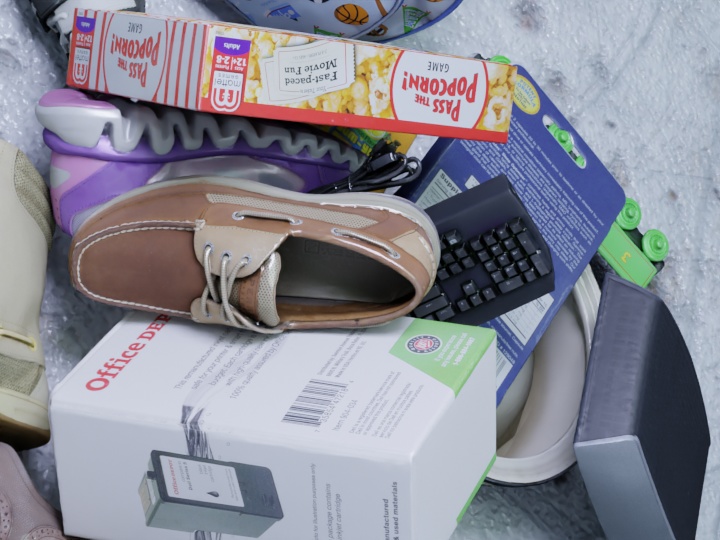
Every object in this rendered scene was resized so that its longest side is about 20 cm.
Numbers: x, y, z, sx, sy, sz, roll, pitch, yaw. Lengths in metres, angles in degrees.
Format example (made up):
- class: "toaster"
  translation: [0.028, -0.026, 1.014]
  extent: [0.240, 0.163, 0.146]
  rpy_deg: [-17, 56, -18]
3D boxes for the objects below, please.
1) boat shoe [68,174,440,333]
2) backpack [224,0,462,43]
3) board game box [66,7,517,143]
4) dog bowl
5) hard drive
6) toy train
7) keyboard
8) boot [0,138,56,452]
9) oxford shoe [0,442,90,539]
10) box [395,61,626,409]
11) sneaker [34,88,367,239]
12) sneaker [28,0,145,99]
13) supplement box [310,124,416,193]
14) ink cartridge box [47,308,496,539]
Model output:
- class: "boat shoe"
  translation: [-0.057, -0.005, 1.126]
  extent: [0.072, 0.198, 0.076]
  rpy_deg: [-90, 176, -64]
- class: "backpack"
  translation: [-0.012, -0.226, 1.311]
  extent: [0.190, 0.199, 0.155]
  rpy_deg: [33, 60, -29]
- class: "board game box"
  translation: [-0.038, -0.108, 1.175]
  extent: [0.199, 0.151, 0.047]
  rpy_deg: [4, 97, -34]
- class: "dog bowl"
  translation: [0.060, 0.042, 1.317]
  extent: [0.199, 0.074, 0.202]
  rpy_deg: [15, 65, -34]
- class: "hard drive"
  translation: [0.179, 0.106, 1.334]
  extent: [0.200, 0.042, 0.136]
  rpy_deg: [62, 36, -51]
- class: "toy train"
  translation: [0.130, -0.061, 1.438]
  extent: [0.200, 0.042, 0.056]
  rpy_deg: [47, 62, -12]
- class: "keyboard"
  translation: [0.000, 0.000, 1.185]
  extent: [0.127, 0.199, 0.021]
  rpy_deg: [57, 20, -24]
- class: "boot"
  translation: [-0.227, -0.005, 1.105]
  extent: [0.200, 0.072, 0.157]
  rpy_deg: [33, 51, -49]
- class: "oxford shoe"
  translation: [-0.221, 0.111, 1.096]
  extent: [0.200, 0.071, 0.073]
  rpy_deg: [43, 48, -28]
- class: "box"
  translation: [0.079, -0.022, 1.285]
  extent: [0.121, 0.032, 0.200]
  rpy_deg: [48, 52, -14]
- class: "sneaker"
  translation: [-0.089, -0.047, 1.196]
  extent: [0.199, 0.080, 0.089]
  rpy_deg: [4, 99, -25]
- class: "sneaker"
  translation: [-0.170, -0.166, 1.249]
  extent: [0.088, 0.074, 0.202]
  rpy_deg: [4, 70, -15]
- class: "supplement box"
  translation: [-0.033, -0.045, 1.294]
  extent: [0.066, 0.069, 0.201]
  rpy_deg: [41, 51, -17]
- class: "ink cartridge box"
  translation: [-0.042, 0.083, 1.122]
  extent: [0.146, 0.198, 0.085]
  rpy_deg: [-50, 142, -58]
